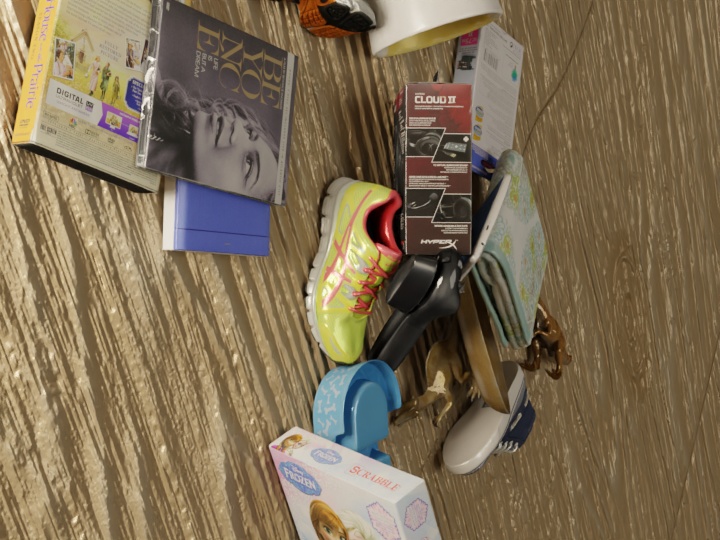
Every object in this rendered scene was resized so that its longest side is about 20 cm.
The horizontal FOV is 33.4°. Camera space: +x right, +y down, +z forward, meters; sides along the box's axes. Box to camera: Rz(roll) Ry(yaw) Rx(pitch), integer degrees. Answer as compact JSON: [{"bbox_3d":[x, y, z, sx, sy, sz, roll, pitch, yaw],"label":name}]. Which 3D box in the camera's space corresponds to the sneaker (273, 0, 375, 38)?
[{"bbox_3d":[-0.045,-0.304,1.210,0.200,0.075,0.093,23,64,-56],"label":"sneaker"}]

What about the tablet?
[{"bbox_3d":[0.115,-0.015,1.377,0.014,0.200,0.131,28,58,-3],"label":"tablet"}]

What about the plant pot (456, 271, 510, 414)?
[{"bbox_3d":[0.144,0.080,1.463,0.200,0.027,0.202,-16,90,-80],"label":"plant pot"}]

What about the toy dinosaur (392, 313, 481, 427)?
[{"bbox_3d":[0.105,0.114,1.441,0.101,0.058,0.201,54,51,-44],"label":"toy dinosaur"}]

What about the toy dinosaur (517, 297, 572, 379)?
[{"bbox_3d":[0.272,0.105,1.689,0.201,0.060,0.107,56,46,-40],"label":"toy dinosaur"}]

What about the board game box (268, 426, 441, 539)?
[{"bbox_3d":[0.007,0.270,1.180,0.041,0.199,0.201,-31,116,-32],"label":"board game box"}]

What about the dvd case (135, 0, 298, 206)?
[{"bbox_3d":[-0.124,-0.148,1.091,0.199,0.016,0.150,13,81,-57],"label":"dvd case"}]

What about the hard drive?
[{"bbox_3d":[-0.130,-0.117,1.124,0.131,0.025,0.202,4,88,-55],"label":"hard drive"}]

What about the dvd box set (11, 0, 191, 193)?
[{"bbox_3d":[-0.210,-0.180,1.001,0.146,0.029,0.202,20,74,-54],"label":"dvd box set"}]

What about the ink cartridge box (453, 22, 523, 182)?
[{"bbox_3d":[0.159,-0.212,1.534,0.119,0.042,0.202,22,70,-54],"label":"ink cartridge box"}]

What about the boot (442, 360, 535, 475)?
[{"bbox_3d":[0.174,0.211,1.532,0.200,0.072,0.091,-52,125,-43],"label":"boot"}]

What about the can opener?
[{"bbox_3d":[0.053,0.048,1.286,0.201,0.078,0.064,119,-8,-46],"label":"can opener"}]

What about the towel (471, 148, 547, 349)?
[{"bbox_3d":[0.188,-0.022,1.508,0.201,0.048,0.172,67,30,-44],"label":"towel"}]

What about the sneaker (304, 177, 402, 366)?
[{"bbox_3d":[0.000,0.000,1.261,0.078,0.090,0.202,11,82,-56],"label":"sneaker"}]

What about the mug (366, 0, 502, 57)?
[{"bbox_3d":[0.055,-0.327,1.322,0.148,0.186,0.155,-19,93,-22],"label":"mug"}]

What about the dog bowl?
[{"bbox_3d":[-0.003,0.195,1.293,0.111,0.049,0.202,-15,104,-54],"label":"dog bowl"}]

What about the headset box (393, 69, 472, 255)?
[{"bbox_3d":[0.078,-0.117,1.325,0.149,0.076,0.202,-177,-91,-87],"label":"headset box"}]
